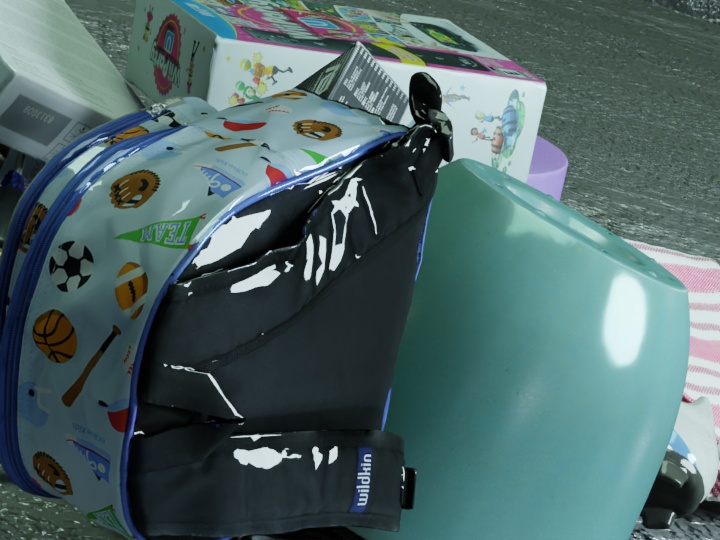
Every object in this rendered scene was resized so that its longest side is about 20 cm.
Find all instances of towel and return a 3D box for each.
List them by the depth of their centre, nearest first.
[{"bbox_3d":[0.203,0.056,1.577,0.146,0.030,0.201,12,41,-48],"label":"towel"}]

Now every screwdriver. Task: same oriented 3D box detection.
[{"bbox_3d":[-0.193,-0.060,1.540,0.029,0.028,0.200,37,25,-24],"label":"screwdriver"}]

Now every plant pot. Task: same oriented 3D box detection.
[{"bbox_3d":[0.061,0.045,1.305,0.200,0.161,0.201,28,9,-5],"label":"plant pot"}]

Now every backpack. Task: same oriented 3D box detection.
[{"bbox_3d":[-0.065,0.019,1.131,0.153,0.201,0.190,15,21,26],"label":"backpack"}]

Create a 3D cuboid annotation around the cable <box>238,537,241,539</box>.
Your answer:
[{"bbox_3d":[-0.113,0.082,1.289,0.199,0.051,0.097,22,18,18],"label":"cable"}]

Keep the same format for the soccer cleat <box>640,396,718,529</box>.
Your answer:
[{"bbox_3d":[0.094,0.074,1.471,0.199,0.070,0.086,19,40,4],"label":"soccer cleat"}]

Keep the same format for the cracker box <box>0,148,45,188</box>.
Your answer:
[{"bbox_3d":[-0.119,-0.009,1.606,0.199,0.058,0.134,15,16,-4],"label":"cracker box"}]

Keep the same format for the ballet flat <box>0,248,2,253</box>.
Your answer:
[{"bbox_3d":[-0.152,0.029,1.455,0.199,0.071,0.065,6,44,-25],"label":"ballet flat"}]

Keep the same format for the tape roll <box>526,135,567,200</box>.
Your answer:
[{"bbox_3d":[0.020,-0.056,1.660,0.199,0.066,0.200,12,15,-3],"label":"tape roll"}]

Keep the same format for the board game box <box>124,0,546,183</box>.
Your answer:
[{"bbox_3d":[-0.016,-0.107,1.571,0.199,0.065,0.148,5,16,-23],"label":"board game box"}]

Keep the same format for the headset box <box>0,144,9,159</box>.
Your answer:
[{"bbox_3d":[-0.222,-0.127,1.744,0.200,0.075,0.149,51,-2,-25],"label":"headset box"}]

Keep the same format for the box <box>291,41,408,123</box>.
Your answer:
[{"bbox_3d":[-0.068,-0.012,1.365,0.044,0.160,0.200,46,34,-15],"label":"box"}]

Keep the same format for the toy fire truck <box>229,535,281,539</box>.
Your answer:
[{"bbox_3d":[-0.090,0.133,1.130,0.200,0.049,0.141,29,20,38],"label":"toy fire truck"}]

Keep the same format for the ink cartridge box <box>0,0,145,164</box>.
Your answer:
[{"bbox_3d":[-0.209,-0.137,1.566,0.200,0.047,0.160,50,14,29],"label":"ink cartridge box"}]
